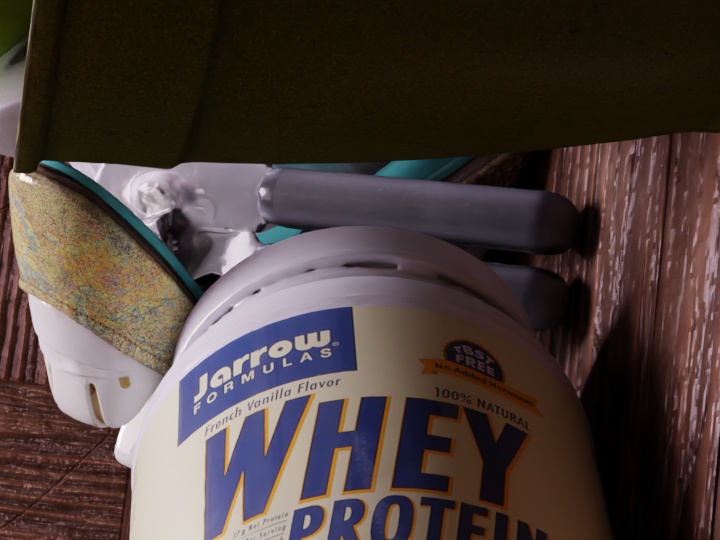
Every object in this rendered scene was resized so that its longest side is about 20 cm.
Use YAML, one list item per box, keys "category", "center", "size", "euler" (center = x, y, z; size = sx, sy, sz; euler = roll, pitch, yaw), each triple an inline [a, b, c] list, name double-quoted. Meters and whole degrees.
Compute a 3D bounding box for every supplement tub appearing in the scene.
- category: "supplement tub"
  center: [0.004, 0.093, 0.621]
  size: [0.200, 0.145, 0.145]
  euler: [-96, 17, -54]

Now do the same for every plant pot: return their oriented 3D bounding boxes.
- category: "plant pot"
  center: [0.024, -0.111, 0.519]
  size: [0.200, 0.192, 0.201]
  euler: [-173, 90, -81]

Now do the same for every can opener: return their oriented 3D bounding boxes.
- category: "can opener"
  center: [-0.011, -0.011, 0.776]
  size: [0.067, 0.200, 0.054]
  euler: [12, -95, -63]

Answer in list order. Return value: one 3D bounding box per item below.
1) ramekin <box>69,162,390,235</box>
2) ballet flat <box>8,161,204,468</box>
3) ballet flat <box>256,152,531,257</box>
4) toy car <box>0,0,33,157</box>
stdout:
- category: "ramekin"
  center: [-0.055, -0.106, 0.915]
  size: [0.105, 0.200, 0.201]
  euler: [46, -141, -50]
- category: "ballet flat"
  center: [-0.072, 0.034, 0.737]
  size: [0.200, 0.071, 0.071]
  euler: [49, -141, -56]
- category: "ballet flat"
  center: [0.000, 0.000, 0.846]
  size: [0.200, 0.065, 0.071]
  euler: [-27, 16, 29]
- category: "toy car"
  center: [-0.132, -0.139, 0.674]
  size: [0.175, 0.150, 0.200]
  euler: [60, -140, -34]
